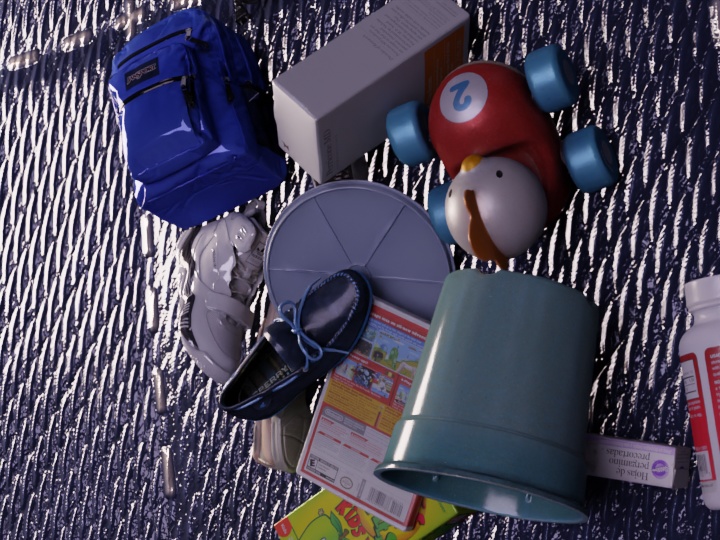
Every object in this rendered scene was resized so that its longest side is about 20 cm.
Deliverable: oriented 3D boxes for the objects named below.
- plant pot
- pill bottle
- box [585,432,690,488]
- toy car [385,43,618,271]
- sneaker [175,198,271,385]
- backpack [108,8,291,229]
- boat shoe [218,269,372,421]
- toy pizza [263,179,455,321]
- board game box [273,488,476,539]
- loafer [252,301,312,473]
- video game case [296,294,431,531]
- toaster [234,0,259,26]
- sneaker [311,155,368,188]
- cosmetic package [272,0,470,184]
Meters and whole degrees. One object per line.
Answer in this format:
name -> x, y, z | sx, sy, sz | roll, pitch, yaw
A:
plant pot -> 0.130, 0.113, 1.600 | 0.199, 0.200, 0.198 | 4, 73, 33
pill bottle -> 0.343, 0.104, 1.541 | 0.112, 0.112, 0.202 | -13, 81, 31
box -> 0.213, 0.173, 1.662 | 0.199, 0.041, 0.039 | 6, 89, 32
toy car -> 0.121, -0.085, 1.617 | 0.183, 0.200, 0.178 | -20, 112, 23
sneaker -> -0.133, 0.016, 1.849 | 0.115, 0.075, 0.201 | -32, 48, 26
backpack -> -0.180, -0.177, 1.859 | 0.162, 0.168, 0.201 | -21, 64, 18
boat shoe -> -0.064, 0.082, 1.745 | 0.084, 0.068, 0.200 | 45, 109, 28
toy pizza -> 0.000, 0.000, 1.775 | 0.199, 0.032, 0.202 | 4, 114, 10
board game box -> 0.014, 0.252, 1.781 | 0.200, 0.047, 0.102 | -39, 68, 25
loafer -> -0.089, 0.111, 1.847 | 0.063, 0.072, 0.202 | 1, 91, 40
video game case -> 0.023, 0.139, 1.741 | 0.142, 0.017, 0.201 | 24, 102, 31
toaster -> -0.109, -0.377, 1.860 | 0.129, 0.113, 0.201 | -22, 74, 27
sneaker -> -0.011, -0.066, 1.815 | 0.072, 0.085, 0.202 | -3, 106, 12
cosmetic package -> 0.013, -0.186, 1.714 | 0.200, 0.102, 0.071 | -36, 61, -21
